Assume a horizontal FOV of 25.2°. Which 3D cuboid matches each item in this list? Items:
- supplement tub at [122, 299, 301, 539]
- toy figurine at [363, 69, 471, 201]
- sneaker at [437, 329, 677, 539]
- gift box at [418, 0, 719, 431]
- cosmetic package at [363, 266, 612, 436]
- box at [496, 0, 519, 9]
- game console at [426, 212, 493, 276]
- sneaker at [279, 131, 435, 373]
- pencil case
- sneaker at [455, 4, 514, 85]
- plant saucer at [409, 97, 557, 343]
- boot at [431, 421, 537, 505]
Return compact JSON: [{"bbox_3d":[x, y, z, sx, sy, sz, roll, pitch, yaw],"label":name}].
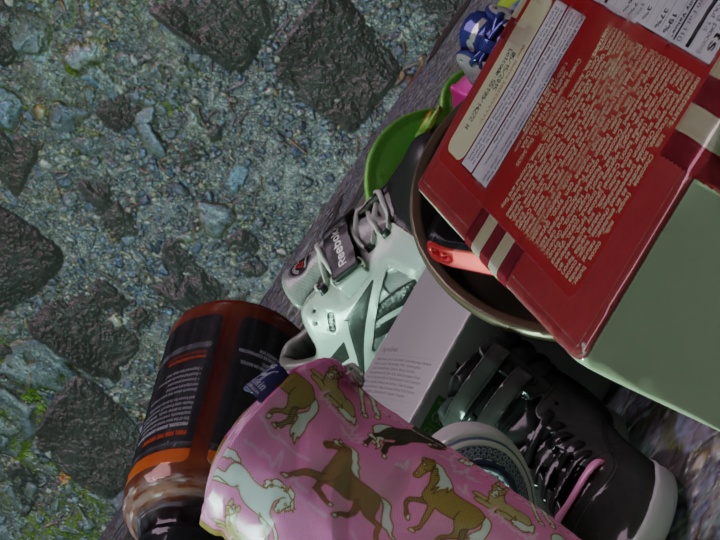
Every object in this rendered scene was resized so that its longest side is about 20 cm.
[{"bbox_3d":[-0.097,0.124,1.068,0.107,0.106,0.201,-51,20,43],"label":"supplement tub"},{"bbox_3d":[0.109,-0.114,1.213,0.201,0.149,0.184,-65,6,-28],"label":"toy figurine"},{"bbox_3d":[0.086,0.088,0.774,0.071,0.099,0.200,-54,9,10],"label":"sneaker"},{"bbox_3d":[0.151,-0.042,0.520,0.185,0.186,0.200,-57,22,15],"label":"gift box"},{"bbox_3d":[0.076,0.051,0.912,0.201,0.107,0.085,-60,24,-13],"label":"cosmetic package"},{"bbox_3d":[0.167,-0.178,1.236,0.048,0.122,0.200,-50,6,-9],"label":"box"},{"bbox_3d":[0.147,-0.067,0.825,0.201,0.176,0.031,-61,-35,-31],"label":"game console"},{"bbox_3d":[0.000,0.000,0.995,0.074,0.088,0.201,-97,21,-54],"label":"sneaker"},{"bbox_3d":[0.033,0.115,0.644,0.087,0.199,0.083,-63,-14,25],"label":"pencil case"},{"bbox_3d":[0.095,-0.123,1.004,0.076,0.088,0.200,-55,2,6],"label":"sneaker"},{"bbox_3d":[0.124,-0.039,0.842,0.201,0.198,0.030,-62,-29,-29],"label":"plant saucer"},{"bbox_3d":[0.044,0.173,0.701,0.090,0.072,0.202,-122,39,-76],"label":"boot"}]
